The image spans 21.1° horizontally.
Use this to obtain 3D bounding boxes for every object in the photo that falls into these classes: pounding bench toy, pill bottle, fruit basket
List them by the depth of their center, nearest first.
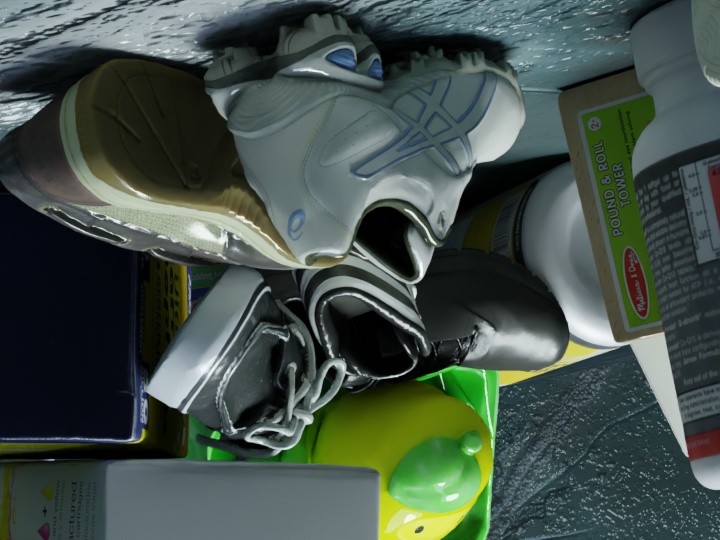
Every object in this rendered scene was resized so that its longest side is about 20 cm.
[{"bbox_3d":[0.178,-0.016,0.820,0.115,0.202,0.116,-10,172,-2],"label":"pill bottle"},{"bbox_3d":[0.200,-0.001,0.966,0.123,0.202,0.156,-16,171,22],"label":"pounding bench toy"},{"bbox_3d":[0.005,0.122,1.113,0.213,0.157,0.216,2,-158,-1],"label":"fruit basket"},{"bbox_3d":[0.097,0.009,1.190,0.111,0.113,0.200,-8,171,-31],"label":"pill bottle"}]

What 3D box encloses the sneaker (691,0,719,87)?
[{"bbox_3d":[0.188,-0.111,0.627,0.110,0.077,0.200,-1,163,-14],"label":"sneaker"}]

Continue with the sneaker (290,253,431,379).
[{"bbox_3d":[0.000,0.000,0.959,0.075,0.116,0.200,-16,172,14],"label":"sneaker"}]

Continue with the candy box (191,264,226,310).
[{"bbox_3d":[-0.146,0.043,1.176,0.168,0.078,0.199,-5,170,-39],"label":"candy box"}]

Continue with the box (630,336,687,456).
[{"bbox_3d":[0.287,0.021,1.275,0.199,0.129,0.109,-30,-172,-24],"label":"box"}]

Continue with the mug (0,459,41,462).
[{"bbox_3d":[-0.259,0.093,1.058,0.152,0.151,0.186,-16,170,42],"label":"mug"}]

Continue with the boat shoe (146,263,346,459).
[{"bbox_3d":[-0.049,0.051,0.877,0.074,0.068,0.199,-55,174,-14],"label":"boat shoe"}]

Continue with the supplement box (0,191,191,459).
[{"bbox_3d":[-0.144,0.032,0.920,0.108,0.110,0.200,0,172,1],"label":"supplement box"}]

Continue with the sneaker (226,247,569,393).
[{"bbox_3d":[0.018,0.032,1.059,0.198,0.091,0.076,11,130,-8],"label":"sneaker"}]

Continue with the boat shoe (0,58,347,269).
[{"bbox_3d":[-0.070,-0.038,0.780,0.066,0.072,0.200,-10,169,26],"label":"boat shoe"}]

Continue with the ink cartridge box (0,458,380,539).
[{"bbox_3d":[-0.101,0.165,0.932,0.144,0.147,0.200,4,172,-30],"label":"ink cartridge box"}]

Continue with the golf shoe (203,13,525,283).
[{"bbox_3d":[0.011,-0.040,0.780,0.078,0.098,0.199,-19,171,31],"label":"golf shoe"}]
